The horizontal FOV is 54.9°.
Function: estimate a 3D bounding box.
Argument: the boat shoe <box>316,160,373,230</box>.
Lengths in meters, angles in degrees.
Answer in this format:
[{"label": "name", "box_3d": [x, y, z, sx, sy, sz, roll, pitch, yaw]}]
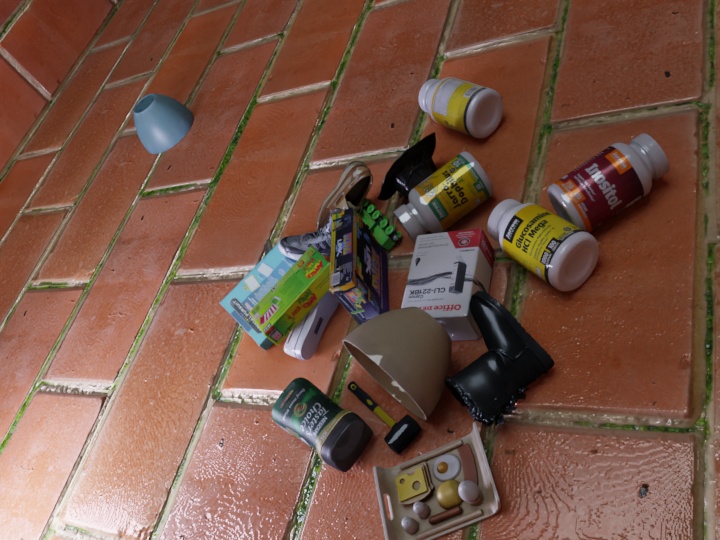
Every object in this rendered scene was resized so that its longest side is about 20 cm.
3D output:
[{"label": "boat shoe", "box_3d": [-0.035, -0.153, 1.597, 0.074, 0.075, 0.202, 45, 113, 49]}]

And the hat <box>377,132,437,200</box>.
[{"label": "hat", "box_3d": [0.129, -0.210, 1.537, 0.081, 0.201, 0.201, 41, 82, 13]}]

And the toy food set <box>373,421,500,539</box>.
[{"label": "toy food set", "box_3d": [0.120, 0.349, 1.131, 0.198, 0.061, 0.145, -26, 45, 13]}]

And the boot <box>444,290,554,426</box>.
[{"label": "boot", "box_3d": [0.212, 0.151, 1.181, 0.162, 0.074, 0.198, -39, 69, -10]}]

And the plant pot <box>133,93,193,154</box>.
[{"label": "plant pot", "box_3d": [-0.683, -0.513, 2.332, 0.198, 0.135, 0.202, -18, 48, 21]}]

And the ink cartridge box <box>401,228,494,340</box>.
[{"label": "ink cartridge box", "box_3d": [0.169, 0.029, 1.343, 0.143, 0.084, 0.202, -5, 54, 30]}]

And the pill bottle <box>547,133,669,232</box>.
[{"label": "pill bottle", "box_3d": [0.457, -0.161, 1.280, 0.199, 0.113, 0.113, -34, 43, 6]}]

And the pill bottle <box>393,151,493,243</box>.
[{"label": "pill bottle", "box_3d": [0.172, -0.150, 1.466, 0.199, 0.113, 0.113, -36, 43, 3]}]

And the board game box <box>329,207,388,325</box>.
[{"label": "board game box", "box_3d": [0.000, 0.000, 1.422, 0.056, 0.166, 0.202, -19, 47, 22]}]

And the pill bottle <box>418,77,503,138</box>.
[{"label": "pill bottle", "box_3d": [0.229, -0.388, 1.623, 0.112, 0.112, 0.199, -47, 43, -8]}]

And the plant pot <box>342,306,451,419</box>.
[{"label": "plant pot", "box_3d": [0.085, 0.144, 1.225, 0.135, 0.201, 0.200, -46, 43, -12]}]

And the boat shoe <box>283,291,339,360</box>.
[{"label": "boat shoe", "box_3d": [-0.104, 0.095, 1.490, 0.065, 0.072, 0.202, 10, 70, 34]}]

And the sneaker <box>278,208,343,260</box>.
[{"label": "sneaker", "box_3d": [-0.083, -0.081, 1.534, 0.197, 0.115, 0.076, 4, 41, 0]}]

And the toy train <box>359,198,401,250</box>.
[{"label": "toy train", "box_3d": [0.029, -0.113, 1.588, 0.057, 0.042, 0.200, -48, 41, 9]}]

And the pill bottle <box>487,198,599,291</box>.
[{"label": "pill bottle", "box_3d": [0.330, -0.055, 1.280, 0.112, 0.113, 0.200, -44, 43, -5]}]

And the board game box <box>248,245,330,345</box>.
[{"label": "board game box", "box_3d": [-0.138, 0.050, 1.467, 0.200, 0.048, 0.102, -47, 37, -2]}]

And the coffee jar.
[{"label": "coffee jar", "box_3d": [-0.072, 0.287, 1.295, 0.199, 0.085, 0.105, 24, 71, 43]}]

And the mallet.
[{"label": "mallet", "box_3d": [0.028, 0.268, 1.282, 0.066, 0.041, 0.199, -49, 40, -15]}]

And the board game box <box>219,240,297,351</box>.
[{"label": "board game box", "box_3d": [-0.196, 0.055, 1.563, 0.200, 0.047, 0.151, -46, 65, -6]}]

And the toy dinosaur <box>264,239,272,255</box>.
[{"label": "toy dinosaur", "box_3d": [-0.204, -0.027, 1.675, 0.087, 0.047, 0.202, -27, 41, 23]}]
